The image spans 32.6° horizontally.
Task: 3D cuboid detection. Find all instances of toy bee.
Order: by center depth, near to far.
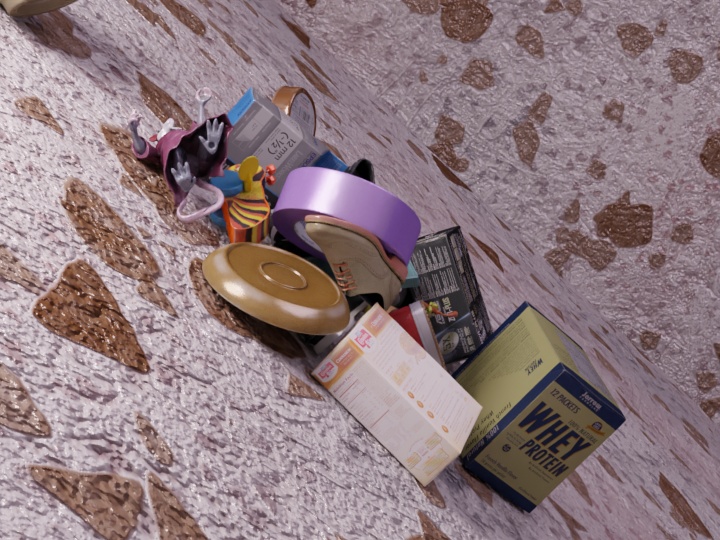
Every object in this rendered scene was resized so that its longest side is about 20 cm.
[{"bbox_3d":[-0.157,-0.114,1.681,0.108,0.131,0.201,-14,64,-20],"label":"toy bee"}]

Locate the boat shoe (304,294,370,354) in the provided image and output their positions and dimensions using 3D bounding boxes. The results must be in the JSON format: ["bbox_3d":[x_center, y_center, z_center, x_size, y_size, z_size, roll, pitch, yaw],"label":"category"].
[{"bbox_3d":[-0.037,0.051,1.657,0.060,0.076,0.200,49,13,-2],"label":"boat shoe"}]

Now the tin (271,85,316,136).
[{"bbox_3d":[-0.113,-0.192,1.938,0.042,0.202,0.112,4,-11,26],"label":"tin"}]

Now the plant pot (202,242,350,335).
[{"bbox_3d":[-0.100,0.015,1.541,0.199,0.028,0.200,21,21,-9],"label":"plant pot"}]

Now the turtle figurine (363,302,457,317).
[{"bbox_3d":[0.047,0.068,1.846,0.161,0.065,0.199,41,39,19],"label":"turtle figurine"}]

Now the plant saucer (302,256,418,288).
[{"bbox_3d":[0.000,0.000,1.819,0.199,0.019,0.070,-7,59,-36],"label":"plant saucer"}]

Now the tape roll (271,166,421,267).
[{"bbox_3d":[-0.019,-0.064,1.689,0.199,0.066,0.200,20,-17,7],"label":"tape roll"}]

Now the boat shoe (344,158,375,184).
[{"bbox_3d":[-0.005,-0.106,1.865,0.074,0.066,0.200,39,28,-16],"label":"boat shoe"}]

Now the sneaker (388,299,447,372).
[{"bbox_3d":[0.063,0.145,1.720,0.071,0.112,0.201,-109,180,-66],"label":"sneaker"}]

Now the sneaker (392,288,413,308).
[{"bbox_3d":[0.068,0.028,2.023,0.079,0.075,0.200,44,14,-10],"label":"sneaker"}]

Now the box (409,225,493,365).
[{"bbox_3d":[0.142,0.039,2.011,0.164,0.085,0.202,-33,106,-76],"label":"box"}]

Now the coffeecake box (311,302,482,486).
[{"bbox_3d":[0.050,0.154,1.573,0.200,0.073,0.154,45,22,1],"label":"coffeecake box"}]

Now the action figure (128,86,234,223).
[{"bbox_3d":[-0.232,-0.160,1.656,0.200,0.133,0.150,17,-54,64],"label":"action figure"}]

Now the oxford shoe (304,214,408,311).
[{"bbox_3d":[-0.008,-0.008,1.605,0.070,0.074,0.200,3,-24,43],"label":"oxford shoe"}]

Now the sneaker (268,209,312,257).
[{"bbox_3d":[-0.066,-0.041,1.848,0.200,0.074,0.079,31,14,-43],"label":"sneaker"}]

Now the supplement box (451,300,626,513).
[{"bbox_3d":[0.239,0.193,1.767,0.134,0.200,0.200,37,15,-24],"label":"supplement box"}]

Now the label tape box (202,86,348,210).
[{"bbox_3d":[-0.131,-0.152,1.829,0.200,0.143,0.066,38,15,-23],"label":"label tape box"}]

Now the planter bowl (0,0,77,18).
[{"bbox_3d":[-0.450,-0.431,1.692,0.200,0.199,0.136,-28,99,-75],"label":"planter bowl"}]
